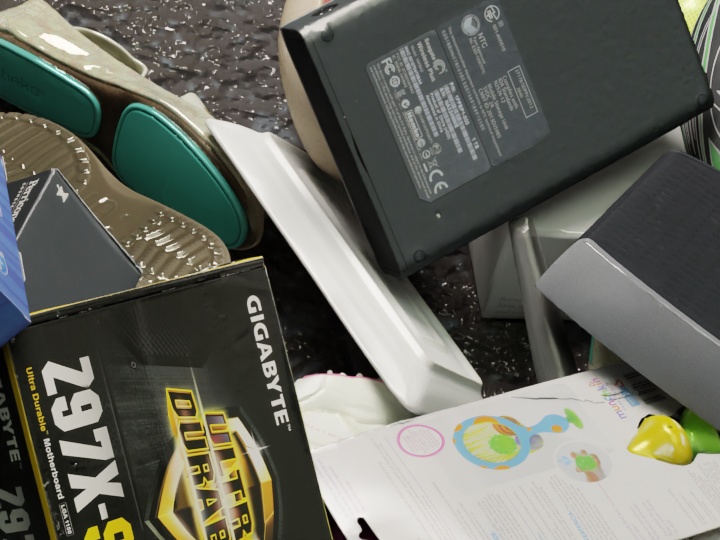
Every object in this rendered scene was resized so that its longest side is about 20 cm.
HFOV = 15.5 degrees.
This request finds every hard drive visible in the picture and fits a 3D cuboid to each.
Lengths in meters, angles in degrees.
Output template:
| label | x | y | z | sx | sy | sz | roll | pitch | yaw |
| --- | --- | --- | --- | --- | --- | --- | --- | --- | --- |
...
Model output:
| label | x | y | z | sx | sy | sz | roll | pitch | yaw |
| --- | --- | --- | --- | --- | --- | --- | --- | --- | --- |
| hard drive | 0.202 | 0.024 | 1.321 | 0.200 | 0.042 | 0.135 | 36 | 46 | 13 |
| hard drive | 0.074 | -0.103 | 1.341 | 0.200 | 0.033 | 0.140 | -29 | 108 | -18 |

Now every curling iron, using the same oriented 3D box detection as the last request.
| label | x | y | z | sx | sy | sz | roll | pitch | yaw |
| --- | --- | --- | --- | --- | --- | --- | --- | --- | --- |
| curling iron | 0.112 | 0.067 | 1.339 | 0.050 | 0.026 | 0.200 | -16 | 79 | -23 |

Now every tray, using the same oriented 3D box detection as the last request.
| label | x | y | z | sx | sy | sz | roll | pitch | yaw |
| --- | --- | --- | --- | --- | --- | --- | --- | --- | --- |
| tray | 0.000 | 0.000 | 1.361 | 0.022 | 0.107 | 0.200 | -41 | 63 | 11 |

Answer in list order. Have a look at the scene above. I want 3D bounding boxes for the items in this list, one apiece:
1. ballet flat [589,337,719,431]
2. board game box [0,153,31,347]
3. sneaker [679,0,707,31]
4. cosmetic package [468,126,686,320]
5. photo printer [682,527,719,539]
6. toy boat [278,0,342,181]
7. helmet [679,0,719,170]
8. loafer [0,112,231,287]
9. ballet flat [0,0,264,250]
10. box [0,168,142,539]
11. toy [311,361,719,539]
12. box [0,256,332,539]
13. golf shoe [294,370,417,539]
| label | x | y | z | sx | sy | sz | roll | pitch | yaw |
| --- | --- | --- | --- | --- | --- | --- | --- | --- | --- |
| ballet flat | 0.215 | 0.060 | 1.386 | 0.200 | 0.062 | 0.067 | 18 | 25 | -4 |
| board game box | -0.241 | 0.024 | 1.182 | 0.043 | 0.199 | 0.200 | 48 | 10 | -28 |
| sneaker | 0.223 | -0.193 | 1.575 | 0.078 | 0.090 | 0.200 | 18 | 51 | -3 |
| cosmetic package | 0.112 | -0.072 | 1.456 | 0.113 | 0.081 | 0.200 | 4 | 53 | -12 |
| photo printer | 0.215 | 0.186 | 1.277 | 0.200 | 0.069 | 0.166 | -31 | 71 | -33 |
| toy boat | 0.040 | -0.136 | 1.397 | 0.131 | 0.131 | 0.200 | 9 | 71 | 20 |
| helmet | 0.266 | -0.085 | 1.435 | 0.190 | 0.200 | 0.200 | 19 | 49 | -10 |
| loafer | -0.148 | -0.015 | 1.351 | 0.076 | 0.068 | 0.200 | -31 | 49 | -34 |
| ballet flat | -0.119 | -0.086 | 1.415 | 0.200 | 0.067 | 0.062 | 36 | 45 | 13 |
| box | -0.204 | 0.060 | 1.220 | 0.079 | 0.141 | 0.200 | 49 | 43 | -29 |
| toy | 0.082 | 0.113 | 1.270 | 0.200 | 0.047 | 0.115 | -17 | 46 | -21 |
| box | -0.088 | 0.106 | 1.182 | 0.160 | 0.049 | 0.200 | -14 | 91 | -44 |
| golf shoe | -0.064 | 0.097 | 1.279 | 0.200 | 0.075 | 0.092 | 1 | 56 | -14 |
